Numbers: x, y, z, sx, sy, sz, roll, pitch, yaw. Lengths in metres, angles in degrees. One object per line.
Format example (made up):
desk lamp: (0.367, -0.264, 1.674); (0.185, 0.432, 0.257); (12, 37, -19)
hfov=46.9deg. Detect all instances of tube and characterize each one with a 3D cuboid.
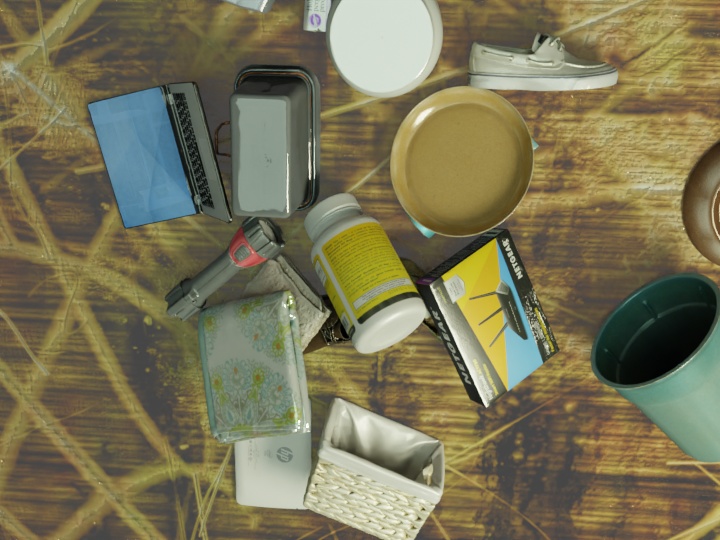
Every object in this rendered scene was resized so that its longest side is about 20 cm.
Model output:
tube: (0.149, -0.132, 1.157); (0.078, 0.050, 0.200); (45, 103, -5)

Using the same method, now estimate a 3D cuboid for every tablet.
tablet: (-0.142, 0.293, 1.343); (0.126, 0.014, 0.205); (2, 109, 4)

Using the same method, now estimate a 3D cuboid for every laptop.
laptop: (-0.281, -0.153, 1.157); (0.114, 0.199, 0.192); (-21, 109, -23)

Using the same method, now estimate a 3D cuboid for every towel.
towel: (-0.154, 0.142, 1.197); (0.168, 0.048, 0.206); (-11, 84, 30)
towel: (-0.135, 0.088, 1.229); (0.133, 0.034, 0.202); (45, 112, 26)

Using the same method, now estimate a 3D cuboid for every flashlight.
flashlight: (-0.202, -0.004, 1.226); (0.199, 0.069, 0.067); (-37, 140, 20)

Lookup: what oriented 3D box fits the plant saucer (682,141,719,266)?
plant saucer: (0.545, -0.091, 1.136); (0.195, 0.037, 0.206); (1, 108, 4)

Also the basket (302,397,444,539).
basket: (0.018, 0.310, 1.272); (0.196, 0.136, 0.125); (23, 114, -3)

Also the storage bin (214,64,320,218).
storage bin: (-0.133, -0.168, 1.125); (0.141, 0.135, 0.205); (3, 108, 4)

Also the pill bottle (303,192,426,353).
pill bottle: (0.000, 0.000, 1.142); (0.111, 0.112, 0.203); (-34, 68, 16)

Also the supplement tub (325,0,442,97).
supplement tub: (0.032, -0.296, 1.030); (0.140, 0.201, 0.149); (2, 109, 5)

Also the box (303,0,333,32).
box: (-0.049, -0.418, 1.082); (0.038, 0.042, 0.205); (6, 110, 4)

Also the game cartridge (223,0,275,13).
game cartridge: (-0.184, -0.436, 1.093); (0.197, 0.041, 0.135); (31, 113, -5)

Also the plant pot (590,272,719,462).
plant pot: (0.455, 0.146, 1.151); (0.199, 0.201, 0.196); (-38, 109, 16)

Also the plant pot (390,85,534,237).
plant pot: (0.137, -0.146, 1.127); (0.195, 0.027, 0.206); (-1, 85, 15)

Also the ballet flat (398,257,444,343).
ballet flat: (0.111, 0.062, 1.213); (0.199, 0.071, 0.071); (41, 108, -9)

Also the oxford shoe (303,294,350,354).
oxford shoe: (-0.045, 0.078, 1.225); (0.197, 0.085, 0.074); (-28, 106, 15)

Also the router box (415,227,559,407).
router box: (0.183, 0.066, 1.180); (0.148, 0.051, 0.203); (-33, 106, -18)

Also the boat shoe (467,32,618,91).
boat shoe: (0.239, -0.275, 1.090); (0.194, 0.071, 0.072); (4, 109, 10)
